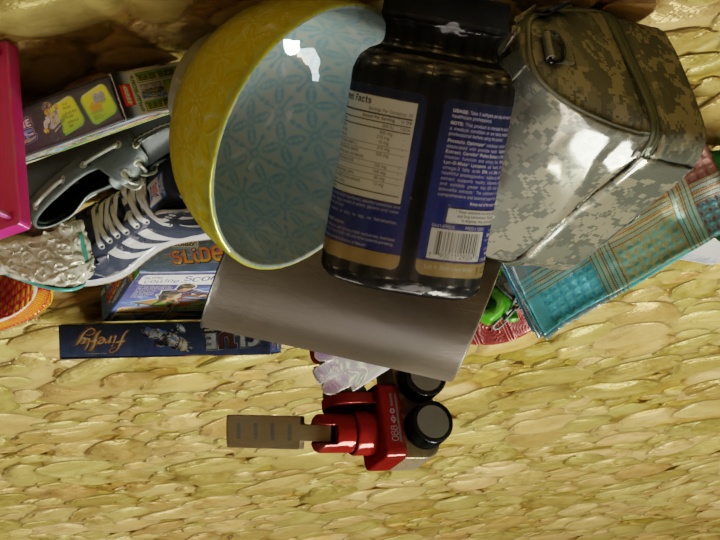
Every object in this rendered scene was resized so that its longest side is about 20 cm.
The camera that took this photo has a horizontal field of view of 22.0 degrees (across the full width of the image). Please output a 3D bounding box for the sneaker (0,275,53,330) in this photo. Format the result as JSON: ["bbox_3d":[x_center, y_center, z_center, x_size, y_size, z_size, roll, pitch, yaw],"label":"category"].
[{"bbox_3d":[-0.375,0.043,1.695,0.200,0.073,0.077,-10,171,13],"label":"sneaker"}]

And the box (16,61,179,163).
[{"bbox_3d":[-0.232,-0.101,1.338,0.200,0.035,0.110,-17,-176,23],"label":"box"}]

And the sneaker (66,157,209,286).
[{"bbox_3d":[-0.183,-0.048,1.512,0.200,0.070,0.109,-18,164,6],"label":"sneaker"}]

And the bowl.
[{"bbox_3d":[-0.070,-0.113,1.292,0.108,0.200,0.200,31,-178,31],"label":"bowl"}]

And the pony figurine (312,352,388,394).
[{"bbox_3d":[0.024,-0.005,1.618,0.193,0.167,0.200,-23,169,-20],"label":"pony figurine"}]

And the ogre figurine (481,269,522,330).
[{"bbox_3d":[0.162,-0.029,1.619,0.120,0.098,0.200,-46,163,31],"label":"ogre figurine"}]

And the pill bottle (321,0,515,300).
[{"bbox_3d":[0.043,-0.088,1.248,0.112,0.200,0.112,10,-173,-1],"label":"pill bottle"}]

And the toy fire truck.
[{"bbox_3d":[-0.028,0.120,1.890,0.200,0.176,0.129,1,159,-23],"label":"toy fire truck"}]

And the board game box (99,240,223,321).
[{"bbox_3d":[-0.132,0.009,1.746,0.200,0.034,0.135,0,159,-24],"label":"board game box"}]

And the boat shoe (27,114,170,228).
[{"bbox_3d":[-0.179,-0.084,1.427,0.200,0.062,0.073,-17,159,22],"label":"boat shoe"}]

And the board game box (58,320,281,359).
[{"bbox_3d":[-0.180,0.066,1.794,0.200,0.035,0.135,-1,179,3],"label":"board game box"}]

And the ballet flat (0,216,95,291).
[{"bbox_3d":[-0.306,-0.031,1.512,0.200,0.072,0.072,8,165,17],"label":"ballet flat"}]

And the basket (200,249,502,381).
[{"bbox_3d":[0.000,0.000,1.449,0.200,0.180,0.136,23,172,1],"label":"basket"}]

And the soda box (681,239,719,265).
[{"bbox_3d":[0.367,-0.071,1.680,0.064,0.068,0.200,9,155,-40],"label":"soda box"}]

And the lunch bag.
[{"bbox_3d":[0.129,-0.102,1.363,0.168,0.139,0.200,5,147,-39],"label":"lunch bag"}]

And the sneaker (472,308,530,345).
[{"bbox_3d":[0.096,0.015,1.767,0.200,0.116,0.078,-9,121,27],"label":"sneaker"}]

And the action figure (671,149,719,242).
[{"bbox_3d":[0.247,-0.078,1.580,0.200,0.118,0.055,16,134,-30],"label":"action figure"}]

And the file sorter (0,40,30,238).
[{"bbox_3d":[-0.345,-0.081,1.253,0.200,0.139,0.125,-17,157,23],"label":"file sorter"}]

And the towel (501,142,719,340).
[{"bbox_3d":[0.203,-0.048,1.523,0.200,0.022,0.147,-30,115,-1],"label":"towel"}]
